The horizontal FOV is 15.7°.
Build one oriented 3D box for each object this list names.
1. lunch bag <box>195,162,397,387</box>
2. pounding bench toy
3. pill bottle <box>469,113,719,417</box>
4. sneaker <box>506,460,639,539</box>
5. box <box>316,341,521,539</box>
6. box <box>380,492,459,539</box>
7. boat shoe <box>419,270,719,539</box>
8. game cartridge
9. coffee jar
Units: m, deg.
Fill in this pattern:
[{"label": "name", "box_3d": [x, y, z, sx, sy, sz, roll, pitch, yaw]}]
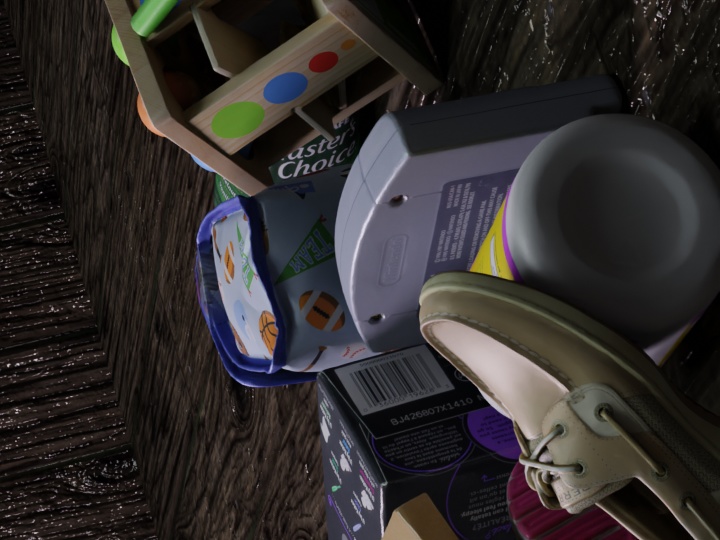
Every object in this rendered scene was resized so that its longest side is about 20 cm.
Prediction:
[{"label": "lunch bag", "box_3d": [0.000, 0.000, 1.513, 0.200, 0.170, 0.124, 178, 84, -76]}, {"label": "pounding bench toy", "box_3d": [-0.079, -0.153, 1.530, 0.200, 0.156, 0.124, 35, -153, -54]}, {"label": "pill bottle", "box_3d": [0.103, 0.010, 1.224, 0.200, 0.104, 0.104, 112, 142, -68]}, {"label": "sneaker", "box_3d": [0.133, 0.168, 1.291, 0.088, 0.081, 0.200, 86, 159, -45]}, {"label": "box", "box_3d": [0.052, 0.146, 1.435, 0.106, 0.122, 0.200, -122, 24, -50]}, {"label": "box", "box_3d": [0.062, 0.230, 1.307, 0.200, 0.021, 0.164, 55, 151, 22]}, {"label": "boat shoe", "box_3d": [0.103, 0.074, 1.130, 0.200, 0.065, 0.072, 36, 158, -7]}, {"label": "game cartridge", "box_3d": [0.054, -0.026, 1.332, 0.200, 0.133, 0.041, 100, 152, -59]}, {"label": "coffee jar", "box_3d": [-0.046, -0.101, 1.742, 0.200, 0.104, 0.085, 92, 157, -52]}]
